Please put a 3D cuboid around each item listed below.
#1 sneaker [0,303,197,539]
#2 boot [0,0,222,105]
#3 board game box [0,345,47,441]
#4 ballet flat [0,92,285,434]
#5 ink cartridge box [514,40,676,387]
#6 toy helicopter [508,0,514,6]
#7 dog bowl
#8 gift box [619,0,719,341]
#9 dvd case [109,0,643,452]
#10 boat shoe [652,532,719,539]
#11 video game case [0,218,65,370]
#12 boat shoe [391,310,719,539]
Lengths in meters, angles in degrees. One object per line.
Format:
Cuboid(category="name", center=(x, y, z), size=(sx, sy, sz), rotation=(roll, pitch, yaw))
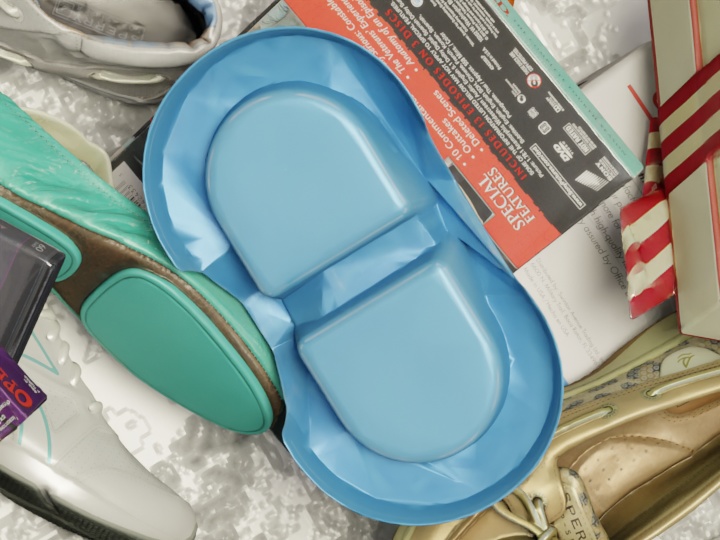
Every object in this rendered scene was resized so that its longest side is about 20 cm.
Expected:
Cuboid(category="sneaker", center=(-0.141, 0.043, 0.887), size=(0.200, 0.070, 0.080), rotation=(36, 71, -8))
Cuboid(category="boot", center=(-0.151, -0.126, 0.888), size=(0.199, 0.096, 0.074), rotation=(16, 80, -14))
Cuboid(category="board game box", center=(-0.228, 0.066, 0.826), size=(0.200, 0.032, 0.120), rotation=(-40, 92, 19))
Cuboid(category="ballet flat", center=(-0.099, -0.014, 0.872), size=(0.200, 0.067, 0.071), rotation=(36, 52, -20))
Cuboid(category="ink cartridge box", center=(0.104, -0.018, 0.963), size=(0.200, 0.068, 0.116), rotation=(-34, 94, -16))
Cuboid(category="toy helicopter", center=(0.048, -0.184, 0.916), size=(0.079, 0.132, 0.201), rotation=(11, 95, -14))
Cuboid(category="dog bowl", center=(0.000, 0.000, 0.843), size=(0.111, 0.050, 0.200), rotation=(-31, 94, 12))
Cuboid(category="gift box", center=(0.214, -0.049, 0.862), size=(0.184, 0.187, 0.201), rotation=(14, 61, -19))
Cuboid(category="dvd case", center=(-0.006, -0.037, 0.885), size=(0.200, 0.022, 0.146), rotation=(-40, 90, 27))
Cuboid(category="boat shoe", center=(0.116, 0.131, 0.948), size=(0.201, 0.075, 0.087), rotation=(-8, 87, -19))
Cuboid(category="video game case", center=(-0.227, 0.008, 0.832), size=(0.199, 0.019, 0.143), rotation=(28, 110, 3))
Cuboid(category="boat shoe", center=(0.098, 0.082, 0.889), size=(0.200, 0.063, 0.073), rotation=(-37, 118, -15))
